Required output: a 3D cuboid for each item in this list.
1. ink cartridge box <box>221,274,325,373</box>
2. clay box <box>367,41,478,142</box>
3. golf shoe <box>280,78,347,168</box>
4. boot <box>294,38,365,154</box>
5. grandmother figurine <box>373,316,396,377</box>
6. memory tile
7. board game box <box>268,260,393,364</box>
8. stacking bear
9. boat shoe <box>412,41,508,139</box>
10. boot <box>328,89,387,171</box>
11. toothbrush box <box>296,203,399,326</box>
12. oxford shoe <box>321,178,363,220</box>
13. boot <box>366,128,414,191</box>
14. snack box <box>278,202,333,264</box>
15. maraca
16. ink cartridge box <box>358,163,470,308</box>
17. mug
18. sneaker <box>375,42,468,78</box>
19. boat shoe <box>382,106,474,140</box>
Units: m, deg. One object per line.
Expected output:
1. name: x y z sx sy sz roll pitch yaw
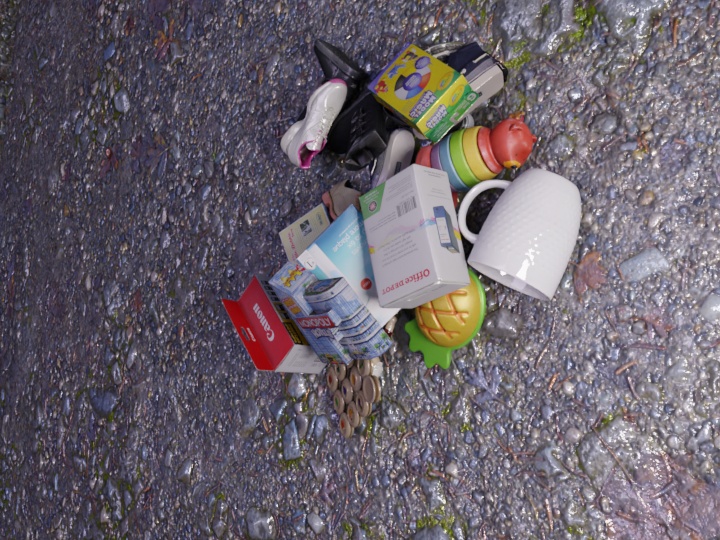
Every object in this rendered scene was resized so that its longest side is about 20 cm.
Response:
1. ink cartridge box: -0.168 0.110 1.561 0.084 0.174 0.201 -51 54 23
2. clay box: 0.107 -0.311 1.316 0.115 0.048 0.200 -47 44 4
3. golf shoe: -0.083 -0.294 1.543 0.201 0.075 0.092 -51 49 27
4. boot: -0.091 -0.378 1.643 0.165 0.065 0.202 51 121 37
5. grandmother figurine: 0.017 0.113 1.472 0.120 0.060 0.204 -15 70 49
6. memory tile: -0.017 0.219 1.453 0.201 0.017 0.155 120 141 -48
7. board game box: -0.065 0.074 1.339 0.062 0.201 0.199 -45 17 -25
8. stacking bear: 0.206 -0.198 1.315 0.198 0.121 0.116 -19 61 36
9. boat shoe: 0.162 -0.325 1.362 0.198 0.075 0.093 -34 65 -1
10. boot: -0.010 -0.251 1.488 0.165 0.065 0.202 -50 26 31
11. toothbrush box: 0.000 0.000 1.393 0.146 0.085 0.200 -42 95 3
12. oxford shoe: -0.019 -0.124 1.513 0.074 0.071 0.201 -44 40 10
13. boot: 0.045 -0.182 1.496 0.090 0.072 0.203 24 97 56
14. snack box: -0.084 -0.024 1.514 0.115 0.037 0.202 -32 58 15
15. maraca: 0.146 0.080 1.326 0.137 0.106 0.202 45 123 30
16. ink cartridge box: 0.087 -0.051 1.260 0.144 0.087 0.204 -27 66 43
17. mug: 0.251 -0.073 1.214 0.198 0.147 0.178 24 87 24
18. sneaker: 0.126 -0.401 1.446 0.197 0.078 0.089 -9 38 24
19. boat shoe: 0.124 -0.289 1.437 0.198 0.056 0.070 22 99 41
